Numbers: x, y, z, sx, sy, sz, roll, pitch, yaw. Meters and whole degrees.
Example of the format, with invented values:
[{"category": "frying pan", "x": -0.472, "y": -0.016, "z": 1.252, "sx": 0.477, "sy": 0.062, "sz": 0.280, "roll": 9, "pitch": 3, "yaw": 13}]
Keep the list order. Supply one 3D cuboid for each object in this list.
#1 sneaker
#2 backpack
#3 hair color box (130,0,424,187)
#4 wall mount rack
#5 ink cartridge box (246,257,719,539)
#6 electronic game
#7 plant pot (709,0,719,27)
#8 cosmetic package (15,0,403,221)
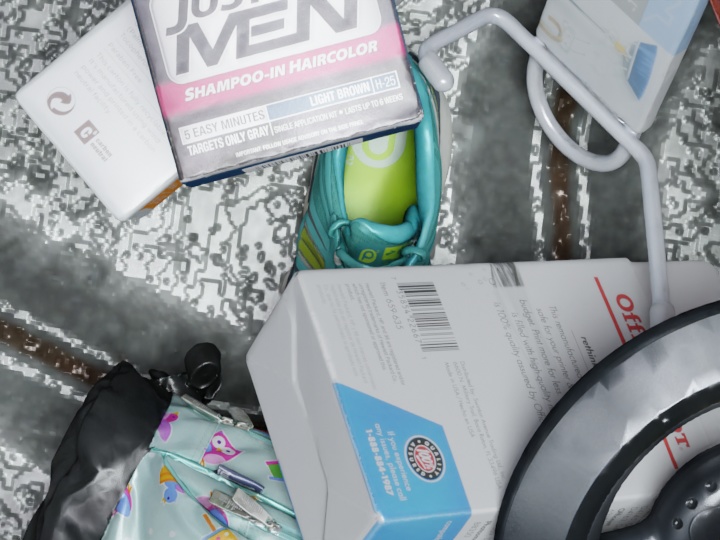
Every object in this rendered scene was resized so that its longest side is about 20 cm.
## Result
[{"category": "sneaker", "x": 0.000, "y": 0.000, "z": 0.951, "sx": 0.077, "sy": 0.080, "sz": 0.200, "roll": 3, "pitch": 93, "yaw": -1}, {"category": "backpack", "x": -0.046, "y": 0.147, "z": 0.914, "sx": 0.200, "sy": 0.127, "sz": 0.167, "roll": 26, "pitch": 114, "yaw": 3}, {"category": "hair color box", "x": -0.048, "y": -0.141, "z": 0.854, "sx": 0.100, "sy": 0.061, "sz": 0.200, "roll": -15, "pitch": 91, "yaw": 0}, {"category": "wall mount rack", "x": 0.103, "y": -0.076, "z": 0.865, "sx": 0.075, "sy": 0.200, "sz": 0.174, "roll": -31, "pitch": 67, "yaw": -28}, {"category": "ink cartridge box", "x": 0.067, "y": 0.060, "z": 0.887, "sx": 0.200, "sy": 0.067, "sz": 0.116, "roll": -1, "pitch": 55, "yaw": -27}, {"category": "electronic game", "x": 0.147, "y": 0.099, "z": 0.835, "sx": 0.200, "sy": 0.042, "sz": 0.200, "roll": -6, "pitch": 116, "yaw": -12}, {"category": "plant pot", "x": 0.233, "y": -0.129, "z": 0.903, "sx": 0.176, "sy": 0.200, "sz": 0.200, "roll": -22, "pitch": 92, "yaw": 12}, {"category": "cosmetic package", "x": -0.045, "y": -0.110, "z": 0.935, "sx": 0.200, "sy": 0.101, "sz": 0.071, "roll": -40, "pitch": 92, "yaw": 1}]
